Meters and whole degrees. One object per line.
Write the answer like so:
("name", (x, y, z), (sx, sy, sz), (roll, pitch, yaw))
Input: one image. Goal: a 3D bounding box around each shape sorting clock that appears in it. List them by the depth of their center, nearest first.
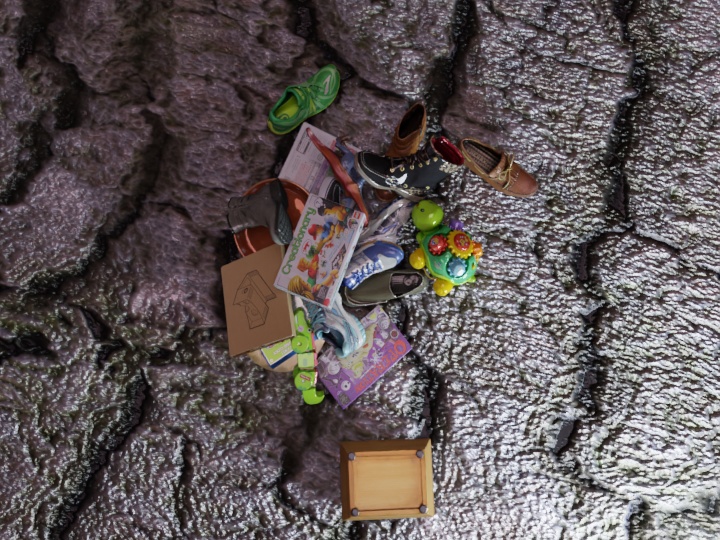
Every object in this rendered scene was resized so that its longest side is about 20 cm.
("shape sorting clock", (-0.167, 0.114, 1.625), (0.194, 0.039, 0.207), (0, 88, -1))

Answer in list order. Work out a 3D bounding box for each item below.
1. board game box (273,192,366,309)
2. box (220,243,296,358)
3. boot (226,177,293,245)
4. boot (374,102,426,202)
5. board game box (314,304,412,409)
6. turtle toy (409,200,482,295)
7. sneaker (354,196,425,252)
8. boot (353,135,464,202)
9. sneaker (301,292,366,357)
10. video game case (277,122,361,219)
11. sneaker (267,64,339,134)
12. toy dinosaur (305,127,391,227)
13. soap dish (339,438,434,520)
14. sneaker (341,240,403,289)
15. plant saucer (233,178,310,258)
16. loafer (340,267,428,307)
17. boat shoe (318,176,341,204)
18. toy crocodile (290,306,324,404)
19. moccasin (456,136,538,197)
("board game box", (-0.081, -0.040, 1.530), (0.123, 0.035, 0.205), (19, 81, 13))
("box", (-0.215, 0.063, 1.582), (0.160, 0.021, 0.205), (-19, 68, 23))
("boot", (-0.208, -0.100, 1.547), (0.128, 0.202, 0.069), (-22, 128, 7))
("boot", (0.088, -0.250, 1.613), (0.076, 0.155, 0.203), (30, 84, 2))
("board game box", (0.001, 0.184, 1.628), (0.199, 0.032, 0.121), (-41, 90, -5))
("turtle toy", (0.176, -0.056, 1.595), (0.201, 0.101, 0.145), (48, 54, 3))
("sneaker", (0.065, -0.093, 1.645), (0.198, 0.077, 0.086), (-35, 95, 3))
("boot", (0.099, -0.216, 1.515), (0.197, 0.149, 0.075), (23, 53, -33))
("sneaker", (-0.073, 0.091, 1.561), (0.200, 0.078, 0.086), (48, 42, -1))
("video game case", (-0.087, -0.197, 1.672), (0.179, 0.023, 0.204), (25, 83, 2))
("sneaker", (-0.120, -0.374, 1.660), (0.199, 0.084, 0.074), (-43, 85, -6))
("toy dinosaur", (-0.032, -0.181, 1.591), (0.195, 0.105, 0.186), (9, 55, -24))
("soap dish", (0.055, 0.435, 1.573), (0.194, 0.081, 0.162), (-2, 84, 0))
("sneaker", (0.000, 0.000, 1.589), (0.195, 0.076, 0.090), (-14, 44, 27))
("plant saucer", (-0.177, -0.094, 1.637), (0.194, 0.032, 0.207), (0, 93, 8))
("loafer", (0.051, 0.029, 1.624), (0.194, 0.070, 0.077), (-14, 84, -3))
("boat shoe", (-0.055, -0.103, 1.592), (0.066, 0.074, 0.205), (-2, 65, 22))
("toy crocodile", (-0.113, 0.178, 1.575), (0.060, 0.067, 0.206), (-6, 98, -7))
("moccasin", (0.299, -0.228, 1.653), (0.200, 0.078, 0.074), (38, 84, 3))
